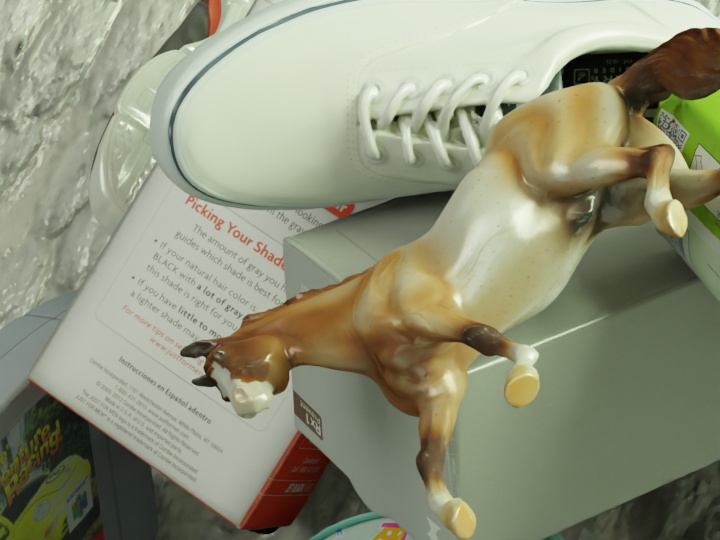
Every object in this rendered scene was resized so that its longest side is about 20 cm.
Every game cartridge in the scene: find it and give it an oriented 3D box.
[{"bbox_3d":[-0.137,0.099,1.108,0.041,0.133,0.200,7,35,24],"label":"game cartridge"}]

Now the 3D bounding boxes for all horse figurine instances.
[{"bbox_3d":[0.050,-0.007,0.859,0.200,0.050,0.133,-45,29,-2],"label":"horse figurine"}]

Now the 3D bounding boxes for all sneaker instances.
[{"bbox_3d":[0.033,-0.056,0.942,0.071,0.200,0.073,-133,35,-68],"label":"sneaker"},{"bbox_3d":[-0.068,-0.058,1.217,0.082,0.077,0.200,-40,11,37],"label":"sneaker"}]

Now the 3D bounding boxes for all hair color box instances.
[{"bbox_3d":[-0.020,-0.019,1.033,0.101,0.061,0.200,34,97,16],"label":"hair color box"}]

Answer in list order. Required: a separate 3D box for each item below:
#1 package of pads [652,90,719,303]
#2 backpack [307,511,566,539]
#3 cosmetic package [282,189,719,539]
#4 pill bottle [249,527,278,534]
[{"bbox_3d":[0.209,-0.014,0.891,0.200,0.068,0.155,-16,42,-20],"label":"package of pads"},{"bbox_3d":[0.019,0.174,0.972,0.176,0.153,0.200,-11,51,43],"label":"backpack"},{"bbox_3d":[0.083,0.013,0.978,0.107,0.200,0.090,37,138,45],"label":"cosmetic package"},{"bbox_3d":[0.000,0.000,1.116,0.200,0.112,0.112,-49,44,8],"label":"pill bottle"}]
